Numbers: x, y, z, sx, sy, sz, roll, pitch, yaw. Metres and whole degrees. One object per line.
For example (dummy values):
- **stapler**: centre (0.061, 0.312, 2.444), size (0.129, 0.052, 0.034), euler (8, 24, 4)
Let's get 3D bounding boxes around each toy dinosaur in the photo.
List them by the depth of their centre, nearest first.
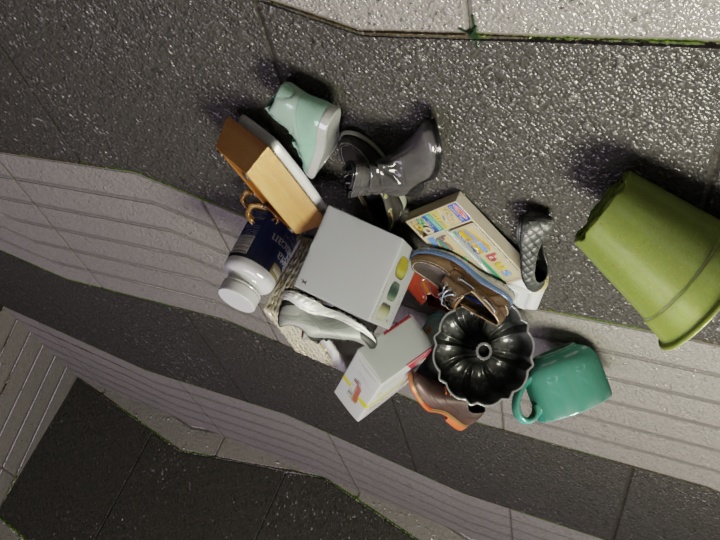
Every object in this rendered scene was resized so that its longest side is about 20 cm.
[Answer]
- **toy dinosaur**: centre (-0.189, -0.152, 1.649), size (0.105, 0.061, 0.200), euler (-34, 121, 19)

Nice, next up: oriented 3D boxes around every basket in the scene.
- **basket**: centre (-0.067, 0.071, 1.763), size (0.158, 0.203, 0.199), euler (13, 152, 30)

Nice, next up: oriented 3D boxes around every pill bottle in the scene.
- **pill bottle**: centre (-0.204, -0.023, 1.713), size (0.109, 0.203, 0.112), euler (21, 155, 10)

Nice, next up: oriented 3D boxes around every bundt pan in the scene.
- **bundt pan**: centre (0.223, 0.149, 1.612), size (0.199, 0.205, 0.076), euler (29, 175, -5)

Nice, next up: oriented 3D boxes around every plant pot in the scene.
- **plant pot**: centre (0.401, -0.031, 1.169), size (0.189, 0.201, 0.201), euler (39, 155, 4)

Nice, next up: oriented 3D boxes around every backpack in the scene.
- **backpack**: centre (0.187, 0.170, 1.754), size (0.173, 0.155, 0.201), euler (28, 156, 4)

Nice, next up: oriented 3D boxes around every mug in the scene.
- **mug**: centre (0.377, 0.209, 1.619), size (0.151, 0.183, 0.117), euler (-25, 84, 40)

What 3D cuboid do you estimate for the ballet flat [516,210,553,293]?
- **ballet flat**: centre (0.290, -0.022, 1.399), size (0.056, 0.068, 0.201), euler (8, 150, 22)

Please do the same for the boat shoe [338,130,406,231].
- **boat shoe**: centre (0.017, -0.147, 1.433), size (0.071, 0.061, 0.202), euler (6, 147, 37)

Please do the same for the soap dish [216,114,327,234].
- **soap dish**: centre (-0.156, -0.163, 1.488), size (0.157, 0.081, 0.201), euler (40, 172, 46)

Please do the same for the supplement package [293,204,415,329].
- **supplement package**: centre (0.000, 0.000, 1.532), size (0.148, 0.154, 0.200), euler (24, 178, 15)

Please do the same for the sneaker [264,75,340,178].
- **sneaker**: centre (-0.096, -0.231, 1.380), size (0.117, 0.074, 0.201), euler (32, 158, 5)

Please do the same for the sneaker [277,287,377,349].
- **sneaker**: centre (-0.061, 0.102, 1.566), size (0.197, 0.081, 0.074), euler (24, 179, -11)

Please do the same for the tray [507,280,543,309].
- **tray**: centre (0.238, 0.020, 1.579), size (0.196, 0.022, 0.108), euler (22, 155, 11)

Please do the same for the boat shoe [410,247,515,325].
- **boat shoe**: centre (0.171, 0.028, 1.496), size (0.197, 0.073, 0.073), euler (24, 148, 7)

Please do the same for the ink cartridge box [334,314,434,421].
- **ink cartridge box**: centre (0.044, 0.195, 1.691), size (0.084, 0.144, 0.201), euler (50, 150, 15)

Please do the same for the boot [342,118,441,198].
- **boot**: centre (0.044, -0.159, 1.308), size (0.129, 0.071, 0.201), euler (-4, 157, -14)

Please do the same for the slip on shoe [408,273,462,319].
- **slip on shoe**: centre (0.123, 0.033, 1.668), size (0.197, 0.062, 0.074), euler (28, 157, 1)

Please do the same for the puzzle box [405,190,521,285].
- **puzzle box**: centre (0.186, -0.044, 1.476), size (0.200, 0.026, 0.132), euler (43, 145, -21)

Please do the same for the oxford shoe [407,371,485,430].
- **oxford shoe**: centre (0.168, 0.242, 1.681), size (0.072, 0.072, 0.199), euler (-32, 132, 27)
